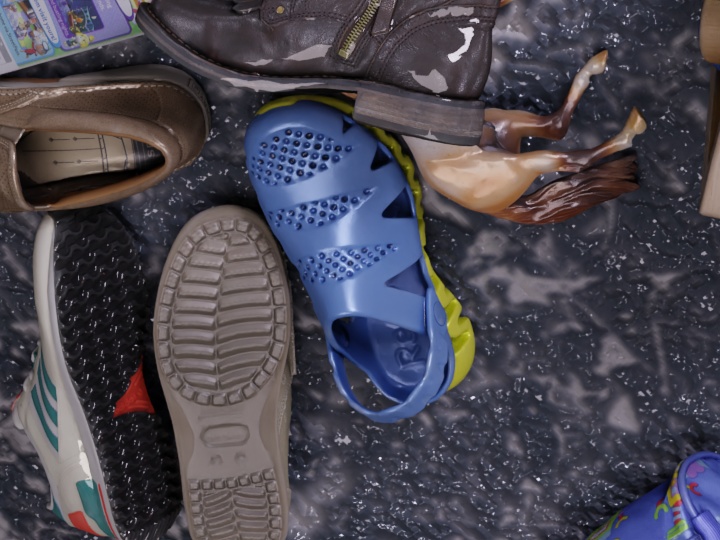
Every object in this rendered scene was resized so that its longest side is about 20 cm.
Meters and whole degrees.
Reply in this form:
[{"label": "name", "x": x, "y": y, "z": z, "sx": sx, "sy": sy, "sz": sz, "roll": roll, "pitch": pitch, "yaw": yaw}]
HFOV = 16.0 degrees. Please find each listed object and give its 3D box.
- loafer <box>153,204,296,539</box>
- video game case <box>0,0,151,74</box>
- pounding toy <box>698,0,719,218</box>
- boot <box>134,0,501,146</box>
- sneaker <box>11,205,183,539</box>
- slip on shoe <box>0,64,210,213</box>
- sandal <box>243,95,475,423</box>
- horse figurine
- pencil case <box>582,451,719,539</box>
[{"label": "loafer", "x": -0.072, "y": 0.057, "z": 1.388, "sx": 0.076, "sy": 0.068, "sz": 0.200, "roll": 0, "pitch": 107, "yaw": -1}, {"label": "video game case", "x": -0.195, "y": -0.191, "z": 1.269, "sx": 0.182, "sy": 0.022, "sz": 0.200, "roll": -14, "pitch": 118, "yaw": 19}, {"label": "pounding toy", "x": 0.200, "y": -0.122, "z": 1.135, "sx": 0.142, "sy": 0.200, "sz": 0.184, "roll": 12, "pitch": 124, "yaw": 3}, {"label": "boot", "x": 0.001, "y": -0.162, "z": 1.215, "sx": 0.200, "sy": 0.069, "sz": 0.174, "roll": 17, "pitch": 100, "yaw": 16}, {"label": "sneaker", "x": -0.161, "y": 0.056, "z": 1.400, "sx": 0.093, "sy": 0.070, "sz": 0.200, "roll": 5, "pitch": 115, "yaw": 39}, {"label": "slip on shoe", "x": -0.177, "y": -0.058, "z": 1.332, "sx": 0.200, "sy": 0.061, "sz": 0.076, "roll": -6, "pitch": 122, "yaw": 14}, {"label": "sandal", "x": 0.000, "y": 0.000, "z": 1.324, "sx": 0.079, "sy": 0.087, "sz": 0.200, "roll": -19, "pitch": 116, "yaw": 24}, {"label": "horse figurine", "x": 0.055, "y": -0.089, "z": 1.277, "sx": 0.133, "sy": 0.050, "sz": 0.200, "roll": -34, "pitch": 109, "yaw": 22}, {"label": "pencil case", "x": 0.138, "y": 0.182, "z": 1.419, "sx": 0.200, "sy": 0.087, "sz": 0.078, "roll": -40, "pitch": 87, "yaw": 29}]
